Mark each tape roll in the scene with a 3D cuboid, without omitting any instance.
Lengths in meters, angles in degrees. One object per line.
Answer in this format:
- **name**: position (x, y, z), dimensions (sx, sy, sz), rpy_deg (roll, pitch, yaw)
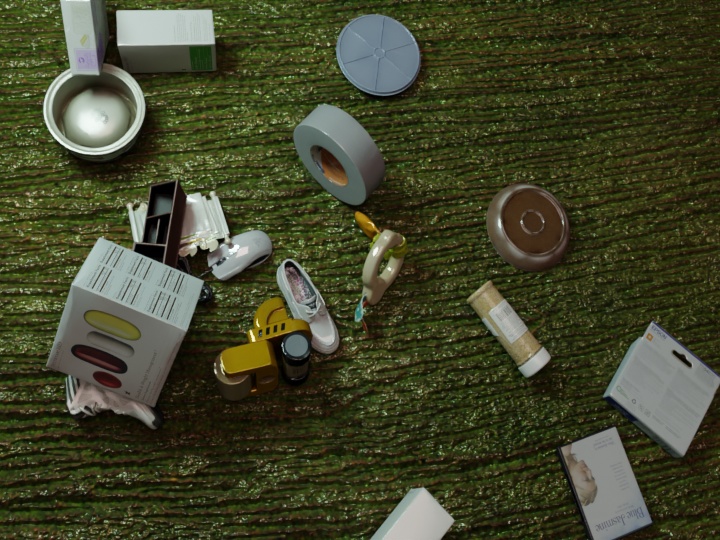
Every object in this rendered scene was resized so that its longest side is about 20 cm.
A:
- **tape roll**: position (-0.043, -0.230, 1.461), dimensions (0.200, 0.201, 0.066), rpy_deg (44, 70, 5)

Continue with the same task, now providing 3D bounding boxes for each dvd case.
- **dvd case**: position (0.486, 0.431, 1.453), dimensions (0.139, 0.018, 0.205), rpy_deg (-15, 77, -15)

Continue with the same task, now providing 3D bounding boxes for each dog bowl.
- **dog bowl**: position (-0.529, -0.310, 1.464), dimensions (0.194, 0.074, 0.206), rpy_deg (3, 72, -10)

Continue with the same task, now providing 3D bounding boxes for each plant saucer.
- **plant saucer**: position (0.372, -0.101, 1.588), dimensions (0.194, 0.032, 0.206), rpy_deg (3, 72, -9)

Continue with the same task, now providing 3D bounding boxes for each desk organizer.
- **desk organizer**: position (-0.381, -0.068, 1.369), dimensions (0.069, 0.077, 0.206), rpy_deg (4, 73, 0)

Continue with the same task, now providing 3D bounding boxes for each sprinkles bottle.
- **sprinkles bottle**: position (0.303, 0.119, 1.488), dimensions (0.068, 0.068, 0.202), rpy_deg (-35, 82, -18)

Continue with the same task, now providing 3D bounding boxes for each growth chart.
- **growth chart**: position (-0.358, -0.087, 1.434), dimensions (0.194, 0.018, 0.148), rpy_deg (-11, 65, -7)

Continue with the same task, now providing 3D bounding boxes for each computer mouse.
- **computer mouse**: position (-0.265, -0.024, 1.441), dimensions (0.197, 0.044, 0.111), rpy_deg (-31, 80, -17)

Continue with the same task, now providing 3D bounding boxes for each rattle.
- **rattle**: position (0.000, 0.000, 1.471), dimensions (0.140, 0.130, 0.204), rpy_deg (27, 97, 11)

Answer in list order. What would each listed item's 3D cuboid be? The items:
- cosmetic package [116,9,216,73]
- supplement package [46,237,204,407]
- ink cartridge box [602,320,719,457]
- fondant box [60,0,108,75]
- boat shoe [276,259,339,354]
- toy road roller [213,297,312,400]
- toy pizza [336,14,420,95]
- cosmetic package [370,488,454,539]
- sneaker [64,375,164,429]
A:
- **cosmetic package**: position (-0.403, -0.478, 1.521), dimensions (0.194, 0.108, 0.087), rpy_deg (-6, 75, -10)
- **supplement package**: position (-0.405, 0.092, 1.264), dimensions (0.196, 0.194, 0.149), rpy_deg (23, 30, -13)
- **ink cartridge box**: position (0.633, 0.246, 1.524), dimensions (0.198, 0.041, 0.201), rpy_deg (39, 71, 3)
- **fondant box**: position (-0.540, -0.494, 1.435), dimensions (0.056, 0.147, 0.202), rpy_deg (-1, 38, -10)
- **boat shoe**: position (-0.101, 0.068, 1.429), dimensions (0.070, 0.069, 0.204), rpy_deg (-22, 78, -16)
- **toy road roller**: position (-0.185, 0.143, 1.370), dimensions (0.195, 0.124, 0.149), rpy_deg (-14, 61, -14)
- **toy pizza**: position (0.040, -0.483, 1.643), dimensions (0.194, 0.032, 0.206), rpy_deg (3, 74, -10)
- **cosmetic package**: position (0.068, 0.497, 1.303), dimensions (0.085, 0.108, 0.200), rpy_deg (41, 69, 5)
- **sneaker**: position (-0.454, 0.244, 1.320), dimensions (0.199, 0.076, 0.116), rpy_deg (39, 79, 11)
